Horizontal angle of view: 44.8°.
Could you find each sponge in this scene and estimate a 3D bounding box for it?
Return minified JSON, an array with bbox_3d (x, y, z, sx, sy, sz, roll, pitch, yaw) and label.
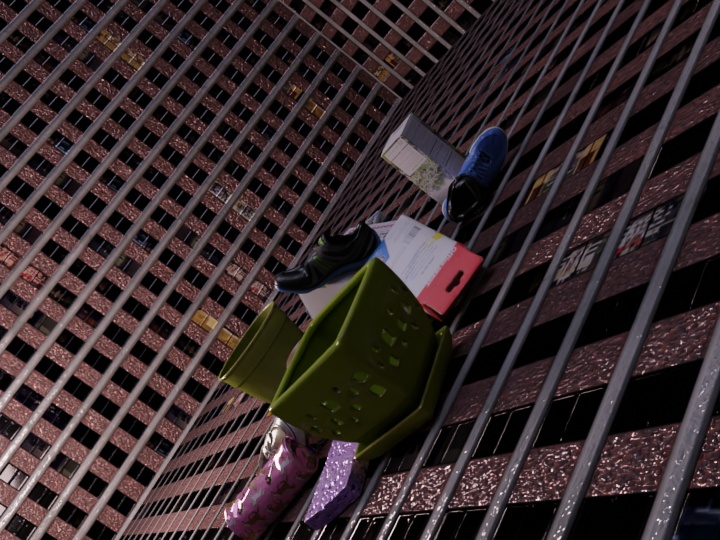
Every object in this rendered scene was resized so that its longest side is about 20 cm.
[{"bbox_3d":[-0.021,0.293,1.342,0.112,0.030,0.201,-48,12,32],"label":"sponge"}]

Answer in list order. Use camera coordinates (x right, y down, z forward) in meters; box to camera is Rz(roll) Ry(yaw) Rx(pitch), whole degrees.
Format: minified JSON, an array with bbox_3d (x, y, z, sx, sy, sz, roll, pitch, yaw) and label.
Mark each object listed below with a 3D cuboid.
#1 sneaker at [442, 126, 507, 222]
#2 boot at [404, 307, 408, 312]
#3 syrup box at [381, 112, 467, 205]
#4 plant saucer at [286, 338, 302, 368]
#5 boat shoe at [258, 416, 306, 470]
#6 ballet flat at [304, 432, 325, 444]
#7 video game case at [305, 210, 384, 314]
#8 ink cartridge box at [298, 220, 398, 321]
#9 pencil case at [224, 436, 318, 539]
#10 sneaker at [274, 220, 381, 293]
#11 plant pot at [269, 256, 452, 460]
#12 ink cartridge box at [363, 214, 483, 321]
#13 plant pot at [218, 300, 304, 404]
[{"bbox_3d":[0.221,-0.178,1.648,0.201,0.076,0.111,-57,3,7],"label":"sneaker"},{"bbox_3d":[0.102,0.051,1.491,0.146,0.070,0.201,-38,24,30],"label":"boot"},{"bbox_3d":[0.148,-0.213,1.761,0.079,0.199,0.082,-42,16,45],"label":"syrup box"},{"bbox_3d":[-0.036,0.137,1.542,0.198,0.037,0.201,-8,21,3],"label":"plant saucer"},{"bbox_3d":[-0.147,0.325,1.605,0.062,0.072,0.201,-35,-23,-29],"label":"boat shoe"},{"bbox_3d":[-0.116,0.294,1.655,0.068,0.075,0.200,-55,9,-22],"label":"ballet flat"},{"bbox_3d":[-0.031,-0.016,1.840,0.200,0.022,0.183,-42,18,33],"label":"video game case"},{"bbox_3d":[0.000,0.000,1.592,0.144,0.085,0.200,-7,31,40],"label":"ink cartridge box"},{"bbox_3d":[-0.158,0.383,1.531,0.201,0.083,0.087,-52,2,16],"label":"pencil case"},{"bbox_3d":[-0.062,-0.025,1.501,0.198,0.083,0.071,-27,25,7],"label":"sneaker"},{"bbox_3d":[0.013,0.140,1.253,0.199,0.181,0.201,-45,13,40],"label":"plant pot"},{"bbox_3d":[0.113,0.001,1.424,0.199,0.067,0.117,32,83,44],"label":"ink cartridge box"},{"bbox_3d":[-0.166,0.202,1.857,0.201,0.192,0.201,-52,10,13],"label":"plant pot"}]
